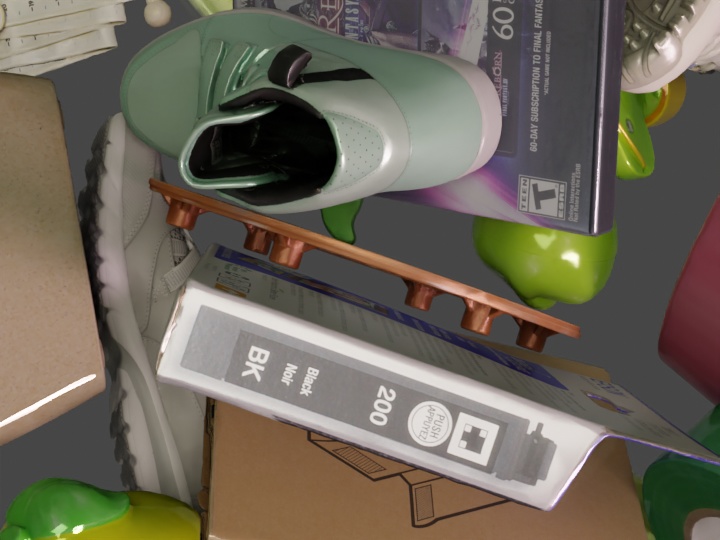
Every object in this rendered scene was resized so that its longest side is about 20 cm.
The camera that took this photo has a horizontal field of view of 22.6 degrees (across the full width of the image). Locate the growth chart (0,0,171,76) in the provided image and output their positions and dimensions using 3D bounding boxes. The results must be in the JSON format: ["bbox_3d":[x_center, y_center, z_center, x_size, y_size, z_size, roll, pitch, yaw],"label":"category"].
[{"bbox_3d":[-0.192,-0.151,0.893,0.199,0.018,0.145,-23,87,1],"label":"growth chart"}]

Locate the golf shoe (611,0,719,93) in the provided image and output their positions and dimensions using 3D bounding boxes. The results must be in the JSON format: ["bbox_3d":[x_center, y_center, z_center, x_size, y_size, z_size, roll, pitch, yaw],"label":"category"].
[{"bbox_3d":[0.157,-0.119,0.799,0.078,0.200,0.097,-18,115,35],"label":"golf shoe"}]

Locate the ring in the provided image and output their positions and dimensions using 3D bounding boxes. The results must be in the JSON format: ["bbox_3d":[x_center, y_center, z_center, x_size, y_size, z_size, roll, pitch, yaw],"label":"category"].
[{"bbox_3d":[0.000,0.000,0.787,0.199,0.200,0.019,18,90,3],"label":"ring"}]

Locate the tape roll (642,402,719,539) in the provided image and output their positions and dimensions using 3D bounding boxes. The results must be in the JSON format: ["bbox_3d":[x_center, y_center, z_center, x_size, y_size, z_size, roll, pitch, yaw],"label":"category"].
[{"bbox_3d":[0.204,0.143,0.750,0.048,0.200,0.201,-38,87,-15],"label":"tape roll"}]

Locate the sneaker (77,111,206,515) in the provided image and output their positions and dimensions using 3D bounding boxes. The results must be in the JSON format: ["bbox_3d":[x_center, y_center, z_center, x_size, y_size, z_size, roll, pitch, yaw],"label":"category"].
[{"bbox_3d":[-0.088,0.022,0.867,0.082,0.075,0.201,-10,91,-18],"label":"sneaker"}]

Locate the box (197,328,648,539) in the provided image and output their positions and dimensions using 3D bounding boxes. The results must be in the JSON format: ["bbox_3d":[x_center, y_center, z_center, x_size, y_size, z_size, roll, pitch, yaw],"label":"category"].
[{"bbox_3d":[0.028,0.081,0.792,0.199,0.164,0.021,13,128,-13],"label":"box"}]

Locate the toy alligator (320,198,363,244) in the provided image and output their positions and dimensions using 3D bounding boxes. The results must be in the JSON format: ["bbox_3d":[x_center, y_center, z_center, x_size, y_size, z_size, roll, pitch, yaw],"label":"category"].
[{"bbox_3d":[-0.018,-0.113,0.863,0.054,0.059,0.201,-18,88,2],"label":"toy alligator"}]

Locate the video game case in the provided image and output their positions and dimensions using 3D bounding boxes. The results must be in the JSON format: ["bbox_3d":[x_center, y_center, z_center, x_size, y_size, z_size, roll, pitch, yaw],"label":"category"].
[{"bbox_3d":[0.023,-0.100,0.768,0.199,0.019,0.144,12,108,37],"label":"video game case"}]

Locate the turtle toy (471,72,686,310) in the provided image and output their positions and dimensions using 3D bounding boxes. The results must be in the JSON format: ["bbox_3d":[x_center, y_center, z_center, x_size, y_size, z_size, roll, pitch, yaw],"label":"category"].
[{"bbox_3d":[0.077,-0.083,0.828,0.101,0.145,0.201,-21,86,33],"label":"turtle toy"}]

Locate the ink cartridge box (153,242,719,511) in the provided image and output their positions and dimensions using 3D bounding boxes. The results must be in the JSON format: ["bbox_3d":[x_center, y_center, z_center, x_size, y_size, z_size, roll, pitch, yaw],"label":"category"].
[{"bbox_3d":[0.024,0.044,0.700,0.199,0.198,0.044,18,93,-3],"label":"ink cartridge box"}]

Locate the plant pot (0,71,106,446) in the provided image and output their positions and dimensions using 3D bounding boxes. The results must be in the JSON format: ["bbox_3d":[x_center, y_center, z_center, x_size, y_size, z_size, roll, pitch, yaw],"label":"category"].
[{"bbox_3d":[-0.214,-0.005,0.800,0.176,0.200,0.201,-11,97,-12],"label":"plant pot"}]

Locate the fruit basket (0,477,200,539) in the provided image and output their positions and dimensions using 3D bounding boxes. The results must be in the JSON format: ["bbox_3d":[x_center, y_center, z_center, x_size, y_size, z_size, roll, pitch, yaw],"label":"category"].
[{"bbox_3d":[-0.085,0.159,0.796,0.214,0.156,0.217,0,106,1],"label":"fruit basket"}]

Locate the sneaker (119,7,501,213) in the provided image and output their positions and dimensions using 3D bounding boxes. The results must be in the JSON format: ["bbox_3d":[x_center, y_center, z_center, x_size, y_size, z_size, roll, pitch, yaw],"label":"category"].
[{"bbox_3d":[-0.055,-0.068,0.749,0.200,0.118,0.074,8,105,38],"label":"sneaker"}]

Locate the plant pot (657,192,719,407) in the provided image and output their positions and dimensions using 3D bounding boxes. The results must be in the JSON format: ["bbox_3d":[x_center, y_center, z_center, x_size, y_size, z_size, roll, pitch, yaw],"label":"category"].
[{"bbox_3d":[0.239,0.025,0.793,0.178,0.200,0.201,28,89,19],"label":"plant pot"}]
